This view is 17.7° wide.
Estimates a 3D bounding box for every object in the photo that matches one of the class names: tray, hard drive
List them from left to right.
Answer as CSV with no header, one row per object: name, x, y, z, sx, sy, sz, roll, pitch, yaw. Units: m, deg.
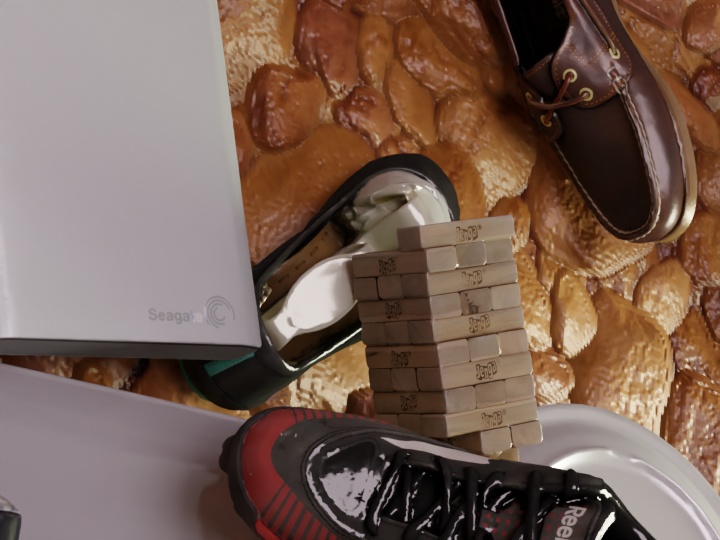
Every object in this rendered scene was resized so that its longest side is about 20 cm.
tray,-0.106,0.101,0.921,0.199,0.022,0.108,13,67,-5
hard drive,-0.111,-0.064,0.965,0.131,0.026,0.201,3,72,-38

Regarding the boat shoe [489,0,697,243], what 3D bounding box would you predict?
boat shoe,0.107,-0.105,1.186,0.070,0.070,0.201,-8,71,-47

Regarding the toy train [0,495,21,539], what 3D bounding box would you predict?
toy train,-0.174,0.174,0.823,0.114,0.086,0.201,18,81,-44

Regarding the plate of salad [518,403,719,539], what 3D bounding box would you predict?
plate of salad,0.117,0.161,1.113,0.199,0.048,0.201,18,55,-27

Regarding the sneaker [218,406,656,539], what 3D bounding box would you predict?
sneaker,0.044,0.101,0.896,0.200,0.098,0.071,27,66,-12

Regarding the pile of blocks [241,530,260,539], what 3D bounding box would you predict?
pile of blocks,-0.026,0.156,0.974,0.200,0.082,0.062,52,50,-13

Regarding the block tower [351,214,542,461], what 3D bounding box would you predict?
block tower,0.043,0.079,1.008,0.054,0.058,0.201,-9,93,-37

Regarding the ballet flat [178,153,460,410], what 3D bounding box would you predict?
ballet flat,0.000,0.000,1.061,0.068,0.068,0.200,54,49,-7
